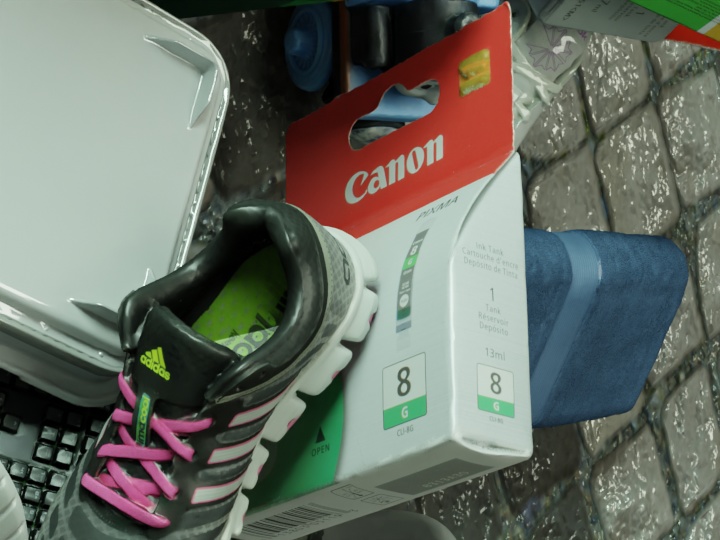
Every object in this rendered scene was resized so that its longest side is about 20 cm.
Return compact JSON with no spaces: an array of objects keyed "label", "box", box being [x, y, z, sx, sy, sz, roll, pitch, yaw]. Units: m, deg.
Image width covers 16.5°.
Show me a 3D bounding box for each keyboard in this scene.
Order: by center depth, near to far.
[{"label":"keyboard","box":[-0.097,0.028,1.018,0.127,0.021,0.201,19,69,-15]}]

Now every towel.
[{"label":"towel","box":[0.090,0.028,1.283,0.200,0.049,0.112,0,119,-52]}]

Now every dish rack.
[{"label":"dish rack","box":[-0.136,-0.056,0.960,0.200,0.043,0.172,28,66,-32]}]

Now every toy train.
[{"label":"toy train","box":[0.017,-0.161,1.150,0.086,0.114,0.201,2,85,-31]}]

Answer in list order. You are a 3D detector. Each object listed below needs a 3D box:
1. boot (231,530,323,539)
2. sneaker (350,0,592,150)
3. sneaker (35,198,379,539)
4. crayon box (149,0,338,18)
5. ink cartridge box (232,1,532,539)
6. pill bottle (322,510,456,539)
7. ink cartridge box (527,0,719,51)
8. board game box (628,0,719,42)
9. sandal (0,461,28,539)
[{"label":"boot","box":[-0.062,0.074,1.099,0.131,0.068,0.200,59,42,-18]},{"label":"sneaker","box":[0.058,-0.094,1.226,0.075,0.100,0.200,41,51,-24]},{"label":"sneaker","box":[-0.070,0.053,0.941,0.200,0.074,0.087,-55,151,-11]},{"label":"crayon box","box":[-0.030,-0.215,1.050,0.058,0.172,0.201,12,78,-54]},{"label":"ink cartridge box","box":[0.000,0.000,1.033,0.050,0.161,0.201,14,64,-37]},{"label":"pill bottle","box":[0.018,0.222,1.144,0.114,0.114,0.200,-44,123,-47]},{"label":"ink cartridge box","box":[0.116,-0.201,1.256,0.173,0.044,0.200,3,50,-44]},{"label":"board game box","box":[0.130,-0.205,1.200,0.153,0.040,0.200,20,40,-32]},{"label":"sandal","box":[-0.180,0.063,0.924,0.050,0.082,0.203,-118,-171,-57]}]
